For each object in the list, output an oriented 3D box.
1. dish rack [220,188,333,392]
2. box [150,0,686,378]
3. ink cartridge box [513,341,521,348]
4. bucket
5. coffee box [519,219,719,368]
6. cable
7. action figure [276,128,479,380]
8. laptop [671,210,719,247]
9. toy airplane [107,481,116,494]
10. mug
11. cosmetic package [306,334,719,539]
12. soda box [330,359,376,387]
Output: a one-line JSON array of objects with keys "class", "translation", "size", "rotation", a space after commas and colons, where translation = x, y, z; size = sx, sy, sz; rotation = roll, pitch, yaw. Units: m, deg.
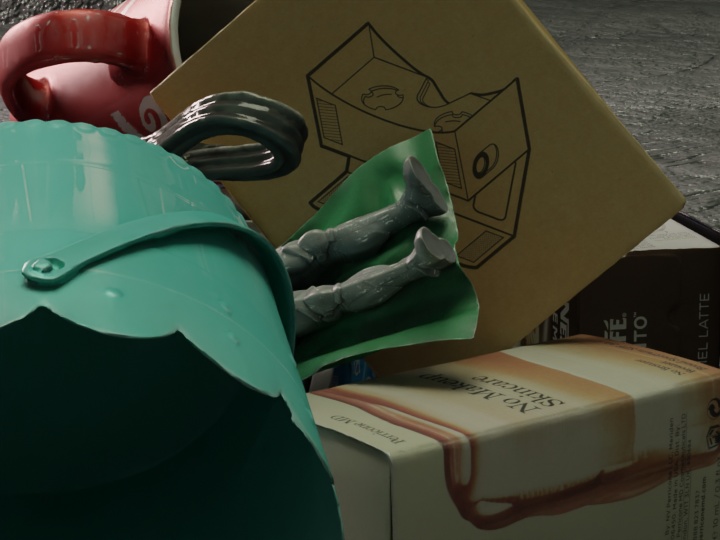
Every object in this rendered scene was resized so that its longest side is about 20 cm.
[{"class": "dish rack", "translation": [-0.090, 0.048, 1.081], "size": [0.170, 0.044, 0.201], "rotation": [2, 52, 14]}, {"class": "box", "translation": [0.026, -0.057, 1.033], "size": [0.163, 0.200, 0.021], "rotation": [-39, 1, 11]}, {"class": "ink cartridge box", "translation": [0.000, 0.000, 1.248], "size": [0.084, 0.147, 0.199], "rotation": [-6, 12, -35]}, {"class": "bucket", "translation": [-0.108, 0.058, 0.773], "size": [0.205, 0.209, 0.135], "rotation": [-2, 38, -8]}, {"class": "coffee box", "translation": [0.124, 0.024, 1.213], "size": [0.079, 0.116, 0.200], "rotation": [-3, 12, -12]}, {"class": "cable", "translation": [-0.091, -0.052, 0.976], "size": [0.097, 0.051, 0.200], "rotation": [32, -32, -13]}, {"class": "action figure", "translation": [-0.048, 0.020, 1.003], "size": [0.199, 0.055, 0.119], "rotation": [-28, 44, 21]}, {"class": "laptop", "translation": [0.264, 0.023, 1.197], "size": [0.198, 0.117, 0.187], "rotation": [-2, 13, -12]}, {"class": "toy airplane", "translation": [-0.152, 0.053, 0.968], "size": [0.198, 0.201, 0.141], "rotation": [-6, -35, 29]}, {"class": "mug", "translation": [-0.113, -0.107, 1.207], "size": [0.177, 0.134, 0.199], "rotation": [36, -29, -25]}, {"class": "cosmetic package", "translation": [0.057, 0.090, 0.968], "size": [0.199, 0.088, 0.103], "rotation": [-11, 17, -39]}, {"class": "soda box", "translation": [-0.092, 0.064, 1.155], "size": [0.198, 0.065, 0.068], "rotation": [3, 12, 14]}]
